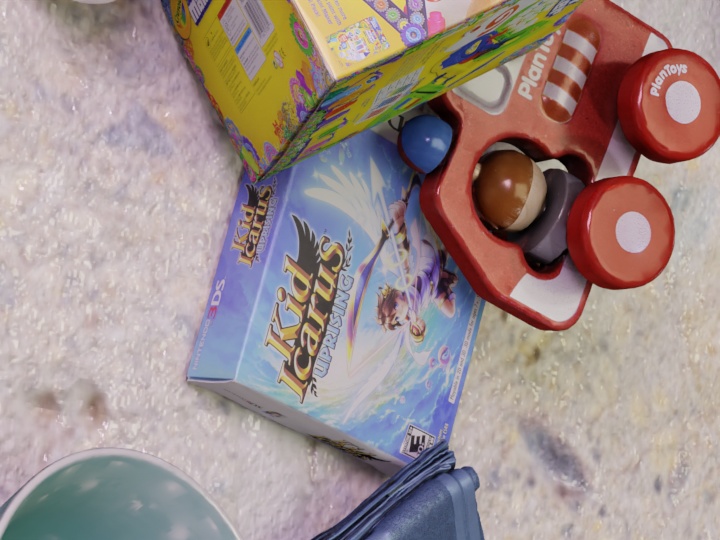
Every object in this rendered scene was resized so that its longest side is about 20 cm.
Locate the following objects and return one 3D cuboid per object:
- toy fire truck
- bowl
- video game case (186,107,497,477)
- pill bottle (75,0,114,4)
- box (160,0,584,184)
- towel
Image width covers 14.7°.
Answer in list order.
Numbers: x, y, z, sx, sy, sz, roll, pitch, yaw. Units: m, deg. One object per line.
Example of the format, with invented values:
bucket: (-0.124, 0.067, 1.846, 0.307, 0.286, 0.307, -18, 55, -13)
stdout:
toy fire truck: (0.104, -0.077, 1.625, 0.167, 0.112, 0.201, 29, 76, -22)
bowl: (-0.147, 0.199, 1.417, 0.200, 0.105, 0.202, 20, 62, -41)
video game case: (0.000, 0.000, 1.622, 0.181, 0.045, 0.201, 28, 71, -41)
pill bottle: (-0.104, -0.239, 1.467, 0.200, 0.112, 0.113, -48, 122, -34)
box: (0.018, -0.160, 1.472, 0.192, 0.200, 0.123, -26, 84, -19)
towel: (-0.007, 0.193, 1.596, 0.200, 0.048, 0.112, -38, 137, -32)
